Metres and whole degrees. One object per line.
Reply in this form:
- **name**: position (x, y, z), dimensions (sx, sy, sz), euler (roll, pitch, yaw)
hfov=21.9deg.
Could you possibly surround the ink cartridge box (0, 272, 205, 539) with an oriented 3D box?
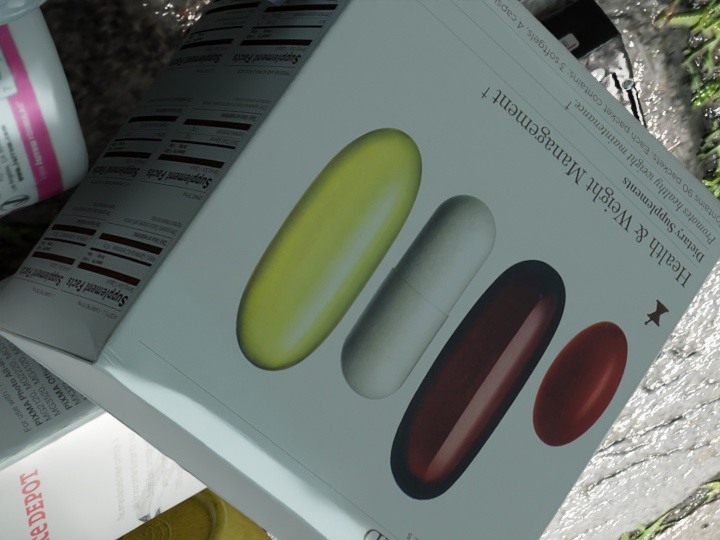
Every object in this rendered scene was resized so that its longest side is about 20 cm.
- **ink cartridge box**: position (-0.101, 0.047, 0.852), dimensions (0.199, 0.084, 0.145), euler (-28, 156, -20)

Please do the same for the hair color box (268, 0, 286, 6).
- **hair color box**: position (0.002, -0.200, 0.637), dimensions (0.200, 0.099, 0.061), euler (-43, 146, 17)

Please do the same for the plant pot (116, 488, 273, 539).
- **plant pot**: position (-0.108, 0.200, 1.015), dimensions (0.199, 0.200, 0.143), euler (-21, 120, -15)

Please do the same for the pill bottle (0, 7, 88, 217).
- **pill bottle**: position (-0.207, -0.047, 0.655), dimensions (0.199, 0.114, 0.114), euler (-23, 146, -12)

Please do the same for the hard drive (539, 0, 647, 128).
- **hard drive**: position (0.085, -0.042, 0.966), dimensions (0.139, 0.038, 0.200), euler (-32, 146, 0)

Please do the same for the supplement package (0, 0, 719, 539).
- **supplement package**: position (0.000, 0.000, 0.726), dimensions (0.191, 0.147, 0.200), euler (39, 78, -24)

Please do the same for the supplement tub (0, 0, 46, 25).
- **supplement tub**: position (-0.121, -0.180, 0.544), dimensions (0.122, 0.123, 0.200), euler (-7, 139, -32)
